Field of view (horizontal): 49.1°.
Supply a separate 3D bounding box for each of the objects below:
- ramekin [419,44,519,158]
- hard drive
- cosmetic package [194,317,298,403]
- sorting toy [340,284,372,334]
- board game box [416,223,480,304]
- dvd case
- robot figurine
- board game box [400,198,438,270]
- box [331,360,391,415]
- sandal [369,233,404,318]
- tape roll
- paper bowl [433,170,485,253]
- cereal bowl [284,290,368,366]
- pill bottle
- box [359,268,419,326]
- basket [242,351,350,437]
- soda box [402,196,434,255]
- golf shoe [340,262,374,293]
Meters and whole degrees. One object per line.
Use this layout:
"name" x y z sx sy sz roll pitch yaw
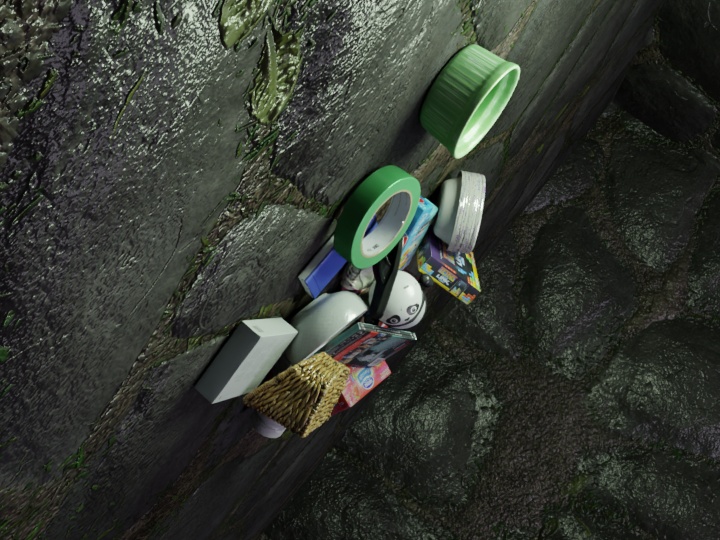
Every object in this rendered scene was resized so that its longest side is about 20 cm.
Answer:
"ramekin" 0.199 -0.319 1.468 0.200 0.097 0.200 -48 166 -16
"hard drive" -0.041 -0.041 1.543 0.200 0.025 0.132 -50 167 -10
"cosmetic package" -0.206 0.162 1.456 0.151 0.052 0.200 -55 167 6
"sorting toy" -0.012 0.131 1.836 0.199 0.036 0.187 -27 141 -53
"board game box" 0.223 -0.025 2.027 0.057 0.165 0.201 -47 -160 24
"dvd case" 0.013 0.170 1.769 0.146 0.022 0.199 -37 147 31
"robot figurine" 0.086 0.070 1.769 0.200 0.124 0.152 45 60 -76
"board game box" 0.102 -0.064 1.935 0.151 0.047 0.201 -39 162 -46
"box" -0.028 0.259 1.879 0.099 0.096 0.200 -30 180 36
"sandal" 0.045 -0.004 1.596 0.075 0.048 0.203 -179 -76 -73
"tape roll" 0.033 -0.099 1.487 0.200 0.048 0.201 -43 155 -26
"paper bowl" 0.243 -0.148 1.968 0.201 0.103 0.203 -169 -90 -89
"cereal bowl" -0.082 0.107 1.618 0.199 0.084 0.200 -37 176 -3
"pill bottle" -0.168 0.275 1.762 0.201 0.112 0.112 -58 166 25
"box" 0.065 0.075 2.034 0.200 0.095 0.100 -36 161 -51
"basket" -0.120 0.220 1.561 0.144 0.148 0.200 -64 168 6
"soda box" 0.082 -0.079 1.788 0.201 0.064 0.068 -59 166 25
"golf shoe" 0.000 0.000 1.700 0.092 0.075 0.200 -44 164 -17
